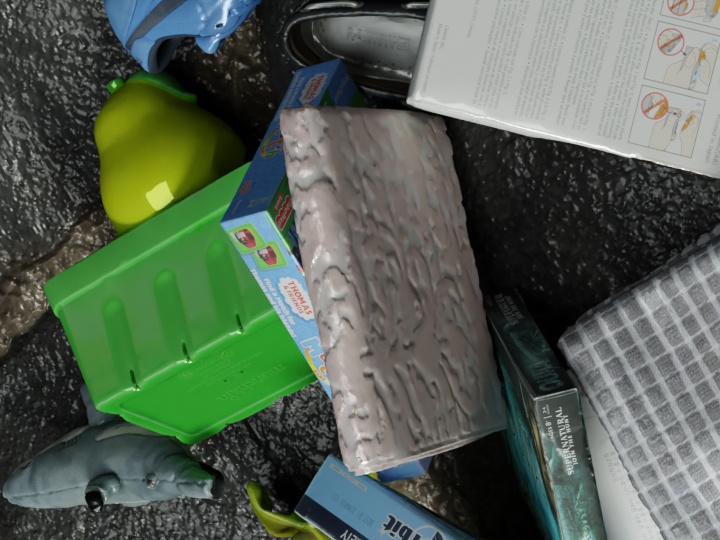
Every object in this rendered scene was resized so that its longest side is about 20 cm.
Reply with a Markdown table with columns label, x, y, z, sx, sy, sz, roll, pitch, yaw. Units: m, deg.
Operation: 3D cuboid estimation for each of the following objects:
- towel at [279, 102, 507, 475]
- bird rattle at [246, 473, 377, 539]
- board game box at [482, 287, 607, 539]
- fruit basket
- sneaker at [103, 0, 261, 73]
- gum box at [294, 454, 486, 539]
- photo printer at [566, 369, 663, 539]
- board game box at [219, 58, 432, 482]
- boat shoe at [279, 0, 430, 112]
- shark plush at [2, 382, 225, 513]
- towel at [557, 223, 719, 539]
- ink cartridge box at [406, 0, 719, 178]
| label | x | y | z | sx | sy | sz | roll | pitch | yaw |
| --- | --- | --- | --- | --- | --- | --- | --- | --- | --- |
| towel | 0.019 | 0.006 | 1.365 | 0.032 | 0.191 | 0.201 | -13 | 87 | 25 |
| bird rattle | -0.021 | 0.220 | 1.532 | 0.112 | 0.200 | 0.163 | -21 | 126 | 31 |
| board game box | 0.108 | 0.102 | 1.420 | 0.028 | 0.200 | 0.136 | -13 | 106 | -3 |
| fruit basket | -0.096 | -0.021 | 1.508 | 0.215 | 0.155 | 0.216 | -18 | 61 | 35 |
| sneaker | -0.071 | -0.182 | 1.443 | 0.200 | 0.066 | 0.079 | -26 | 88 | 35 |
| gum box | 0.078 | 0.193 | 1.440 | 0.170 | 0.200 | 0.045 | 31 | 88 | 39 |
| photo printer | 0.234 | 0.112 | 1.437 | 0.200 | 0.069 | 0.167 | -18 | 101 | 28 |
| board game box | 0.000 | 0.000 | 1.414 | 0.036 | 0.151 | 0.200 | -13 | 123 | 28 |
| boat shoe | 0.049 | -0.128 | 1.422 | 0.199 | 0.060 | 0.074 | 17 | 117 | 17 |
| shark plush | -0.150 | 0.144 | 1.578 | 0.200 | 0.083 | 0.091 | 17 | 126 | 45 |
| towel | 0.220 | 0.074 | 1.340 | 0.165 | 0.086 | 0.200 | -34 | 80 | 25 |
| ink cartridge box | 0.140 | -0.148 | 1.363 | 0.199 | 0.050 | 0.161 | 14 | 94 | -2 |
